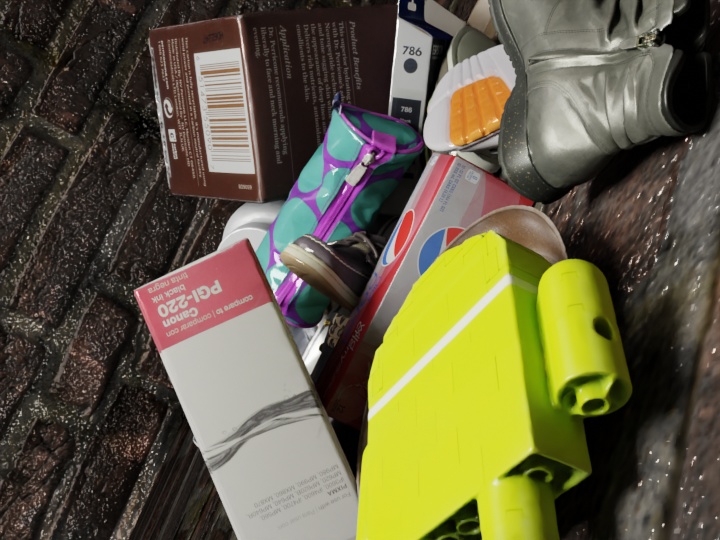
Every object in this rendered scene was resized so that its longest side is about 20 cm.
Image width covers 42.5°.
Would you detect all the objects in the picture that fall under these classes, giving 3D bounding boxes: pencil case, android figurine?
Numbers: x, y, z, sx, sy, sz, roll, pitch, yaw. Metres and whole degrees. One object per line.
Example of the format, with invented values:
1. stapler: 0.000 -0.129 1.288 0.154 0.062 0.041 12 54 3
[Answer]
1. pencil case: -0.029 -0.047 0.802 0.201 0.085 0.093 -59 6 22
2. android figurine: 0.049 0.065 0.431 0.182 0.041 0.201 -51 25 36

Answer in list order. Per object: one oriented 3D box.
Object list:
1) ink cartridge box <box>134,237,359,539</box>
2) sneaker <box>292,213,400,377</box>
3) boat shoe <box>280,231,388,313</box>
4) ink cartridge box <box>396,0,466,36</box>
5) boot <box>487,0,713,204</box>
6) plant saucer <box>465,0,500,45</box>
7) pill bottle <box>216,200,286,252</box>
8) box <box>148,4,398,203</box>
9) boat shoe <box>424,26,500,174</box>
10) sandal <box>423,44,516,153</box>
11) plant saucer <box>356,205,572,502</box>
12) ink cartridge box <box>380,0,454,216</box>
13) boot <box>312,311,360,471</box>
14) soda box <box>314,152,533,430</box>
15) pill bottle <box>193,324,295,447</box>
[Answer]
1. ink cartridge box: -0.070 0.097 0.627 0.084 0.201 0.146 -25 -7 -9
2. sneaker: -0.023 0.027 0.899 0.201 0.079 0.078 -59 -28 -3
3. boat shoe: 0.000 0.000 0.746 0.065 0.072 0.200 -56 -27 -1
4. ink cartridge box: 0.027 -0.199 1.060 0.200 0.082 0.147 -53 10 44
5. boot: 0.139 -0.143 0.519 0.130 0.067 0.202 -30 52 52
6. plant saucer: 0.147 -0.269 0.965 0.201 0.029 0.200 -60 12 21
7. pill bottle: -0.080 -0.032 0.982 0.112 0.112 0.200 -60 -2 22
8. box: -0.074 -0.165 0.910 0.164 0.199 0.167 8 108 48
9. boat shoe: 0.092 -0.142 0.808 0.060 0.072 0.203 -48 21 40
10. sandal: 0.127 -0.121 0.647 0.206 0.059 0.080 -14 55 49
11. plant saucer: 0.060 0.061 0.514 0.200 0.032 0.201 -51 24 33
12. ink cartridge box: 0.054 -0.155 0.851 0.099 0.039 0.202 -37 -47 -68
13. boot: -0.032 0.115 0.797 0.152 0.073 0.200 -66 14 -7
14. soda box: 0.042 0.020 0.663 0.201 0.070 0.063 -63 14 4
15. pill bottle: -0.098 0.119 1.027 0.201 0.106 0.106 -65 10 -8
